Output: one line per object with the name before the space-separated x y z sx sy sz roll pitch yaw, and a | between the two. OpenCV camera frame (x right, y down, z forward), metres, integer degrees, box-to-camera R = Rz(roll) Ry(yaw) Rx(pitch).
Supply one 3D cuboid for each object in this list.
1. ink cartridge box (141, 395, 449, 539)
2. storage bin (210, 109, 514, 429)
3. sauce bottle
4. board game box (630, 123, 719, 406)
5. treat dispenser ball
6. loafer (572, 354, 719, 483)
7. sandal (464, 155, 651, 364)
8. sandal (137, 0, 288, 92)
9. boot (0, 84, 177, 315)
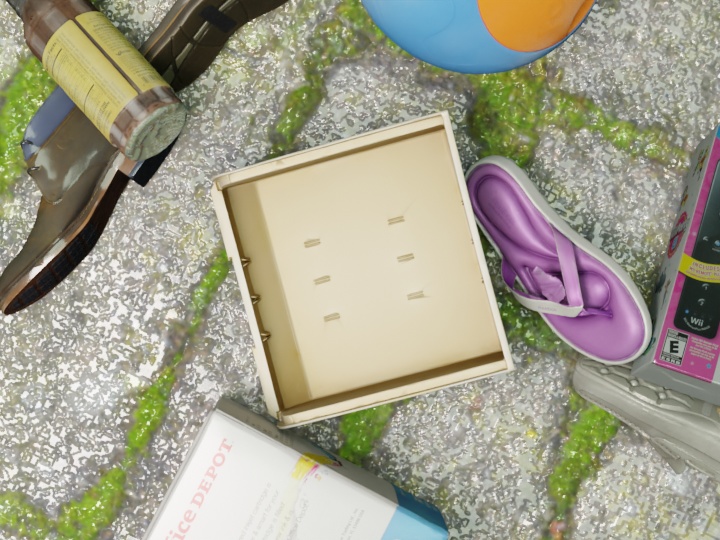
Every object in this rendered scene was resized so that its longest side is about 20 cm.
ink cartridge box | -0.056 0.208 1.613 0.199 0.146 0.147 28 91 -2
storage bin | 0.000 0.000 1.628 0.198 0.094 0.201 -15 92 6
sauce bottle | -0.213 -0.170 1.618 0.065 0.065 0.200 -41 68 0
board game box | 0.311 0.007 1.637 0.147 0.064 0.201 18 74 -2
treat dispenser ball | 0.089 -0.248 1.582 0.200 0.201 0.202 0 91 -2
loafer | 0.254 0.128 1.659 0.199 0.070 0.070 27 121 10
sandal | 0.141 -0.001 1.633 0.203 0.050 0.083 48 129 20
sandal | -0.109 -0.219 1.650 0.200 0.082 0.055 -45 57 9
boot | -0.239 -0.064 1.647 0.097 0.075 0.200 39 80 8
